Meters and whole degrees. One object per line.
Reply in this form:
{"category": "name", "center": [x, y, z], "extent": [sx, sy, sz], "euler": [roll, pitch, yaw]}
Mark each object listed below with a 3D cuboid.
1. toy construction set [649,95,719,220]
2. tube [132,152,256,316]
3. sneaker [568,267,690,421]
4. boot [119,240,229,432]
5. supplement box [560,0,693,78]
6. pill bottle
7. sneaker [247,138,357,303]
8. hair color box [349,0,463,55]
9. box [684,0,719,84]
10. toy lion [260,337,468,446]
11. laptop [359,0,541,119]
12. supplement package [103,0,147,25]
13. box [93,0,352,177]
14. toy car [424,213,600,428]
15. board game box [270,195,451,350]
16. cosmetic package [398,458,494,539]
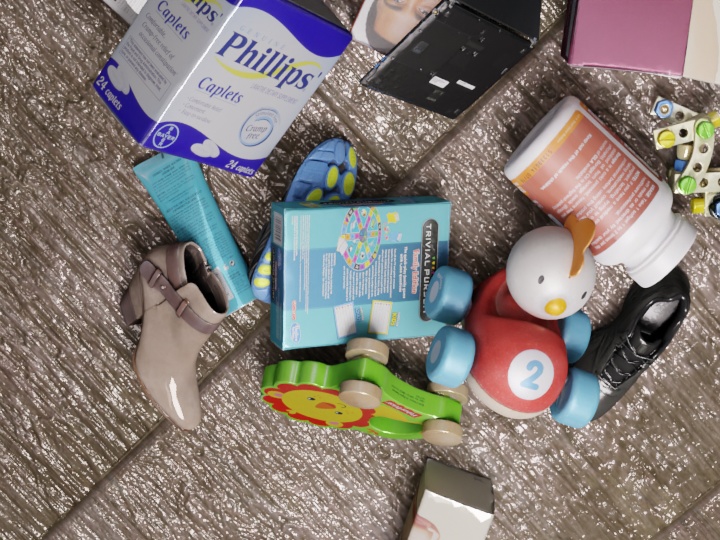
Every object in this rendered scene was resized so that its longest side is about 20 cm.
{"category": "toy construction set", "center": [0.407, -0.121, 1.301], "extent": [0.196, 0.092, 0.134], "euler": [1, 102, 18]}
{"category": "tube", "center": [-0.182, -0.047, 1.404], "extent": [0.077, 0.050, 0.202], "euler": [-28, 93, 7]}
{"category": "sneaker", "center": [0.292, 0.086, 1.353], "extent": [0.075, 0.091, 0.202], "euler": [31, 105, -3]}
{"category": "boot", "center": [-0.199, 0.070, 1.392], "extent": [0.145, 0.070, 0.202], "euler": [-29, 89, 39]}
{"category": "supplement box", "center": [0.262, -0.245, 1.228], "extent": [0.108, 0.200, 0.087], "euler": [7, 102, 5]}
{"category": "pill bottle", "center": [0.258, -0.080, 1.309], "extent": [0.200, 0.112, 0.112], "euler": [42, 103, -3]}
{"category": "sneaker", "center": [-0.073, -0.061, 1.371], "extent": [0.070, 0.083, 0.202], "euler": [29, 90, -27]}
{"category": "hair color box", "center": [0.073, -0.320, 1.306], "extent": [0.100, 0.061, 0.202], "euler": [25, 105, 0]}
{"category": "box", "center": [0.375, -0.296, 1.261], "extent": [0.076, 0.095, 0.204], "euler": [12, 102, 4]}
{"category": "toy lion", "center": [-0.006, 0.146, 1.379], "extent": [0.198, 0.070, 0.190], "euler": [28, 149, -31]}
{"category": "laptop", "center": [0.099, -0.273, 1.270], "extent": [0.199, 0.176, 0.104], "euler": [-40, 61, 28]}
{"category": "supplement package", "center": [-0.247, -0.355, 1.305], "extent": [0.200, 0.121, 0.120], "euler": [42, 104, -3]}
{"category": "box", "center": [-0.140, -0.218, 1.274], "extent": [0.105, 0.183, 0.201], "euler": [47, 110, 29]}
{"category": "toy car", "center": [0.187, 0.033, 1.273], "extent": [0.182, 0.179, 0.201], "euler": [18, 131, -14]}
{"category": "board game box", "center": [0.000, 0.000, 1.345], "extent": [0.197, 0.047, 0.154], "euler": [-4, 103, -23]}
{"category": "cosmetic package", "center": [0.083, 0.337, 1.424], "extent": [0.086, 0.103, 0.203], "euler": [19, 102, 1]}
